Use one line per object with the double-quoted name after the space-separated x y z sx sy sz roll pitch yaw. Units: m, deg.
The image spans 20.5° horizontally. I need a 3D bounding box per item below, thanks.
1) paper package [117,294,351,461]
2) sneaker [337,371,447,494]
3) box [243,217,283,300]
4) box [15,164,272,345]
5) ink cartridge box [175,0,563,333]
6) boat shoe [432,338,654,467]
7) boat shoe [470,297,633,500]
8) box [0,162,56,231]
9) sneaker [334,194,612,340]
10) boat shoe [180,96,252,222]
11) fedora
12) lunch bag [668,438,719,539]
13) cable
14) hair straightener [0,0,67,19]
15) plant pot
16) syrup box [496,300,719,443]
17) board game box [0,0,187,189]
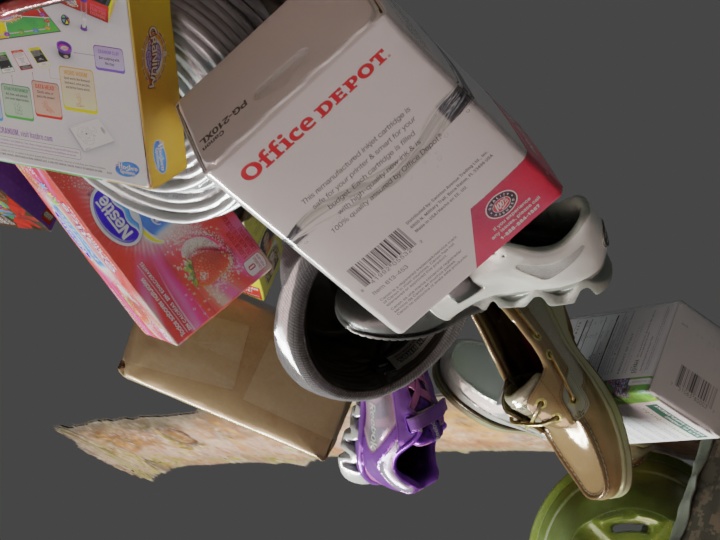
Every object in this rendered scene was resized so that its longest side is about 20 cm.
-0.099 0.079 1.774 0.199 0.104 0.191 22 180 1 "paper package"
0.035 0.102 1.665 0.088 0.080 0.202 28 127 43 "sneaker"
-0.110 -0.042 1.609 0.075 0.050 0.200 19 161 10 "box"
-0.168 -0.054 1.450 0.201 0.095 0.103 54 166 -14 "box"
0.006 -0.075 1.229 0.200 0.145 0.085 40 -166 -40 "ink cartridge box"
0.160 0.107 1.692 0.199 0.075 0.068 25 149 -12 "boat shoe"
0.135 0.086 1.487 0.074 0.066 0.201 -35 80 57 "boat shoe"
-0.370 -0.104 1.753 0.136 0.039 0.200 8 156 37 "box"
0.074 -0.013 1.390 0.198 0.074 0.089 -15 140 1 "sneaker"
-0.098 -0.103 1.412 0.073 0.064 0.201 18 159 15 "boat shoe"
0.000 0.000 1.496 0.090 0.176 0.201 50 158 43 "fedora"
0.343 0.212 1.606 0.199 0.165 0.117 29 162 -20 "lunch bag"
-0.135 -0.124 1.302 0.200 0.069 0.200 44 141 -12 "cable"
-0.212 -0.185 1.172 0.199 0.041 0.078 -4 111 36 "hair straightener"
0.237 0.259 1.721 0.199 0.202 0.190 19 180 9 "plant pot"
0.201 0.084 1.554 0.078 0.082 0.200 33 157 -24 "syrup box"
-0.186 -0.159 1.222 0.152 0.040 0.202 12 119 29 "board game box"
